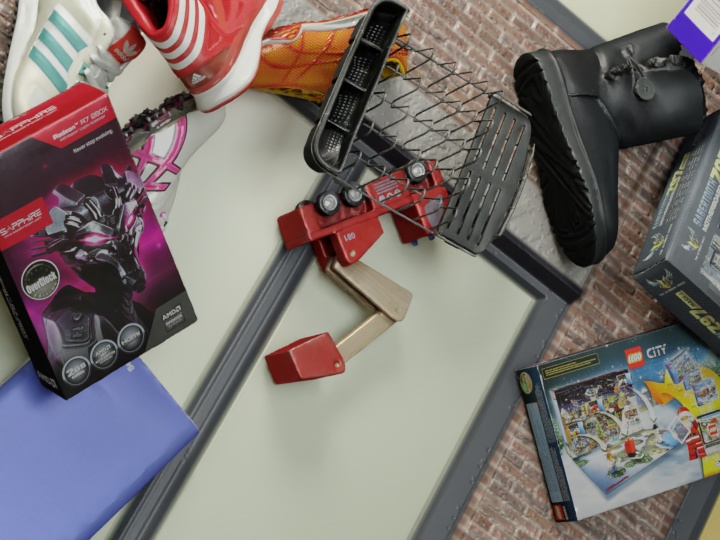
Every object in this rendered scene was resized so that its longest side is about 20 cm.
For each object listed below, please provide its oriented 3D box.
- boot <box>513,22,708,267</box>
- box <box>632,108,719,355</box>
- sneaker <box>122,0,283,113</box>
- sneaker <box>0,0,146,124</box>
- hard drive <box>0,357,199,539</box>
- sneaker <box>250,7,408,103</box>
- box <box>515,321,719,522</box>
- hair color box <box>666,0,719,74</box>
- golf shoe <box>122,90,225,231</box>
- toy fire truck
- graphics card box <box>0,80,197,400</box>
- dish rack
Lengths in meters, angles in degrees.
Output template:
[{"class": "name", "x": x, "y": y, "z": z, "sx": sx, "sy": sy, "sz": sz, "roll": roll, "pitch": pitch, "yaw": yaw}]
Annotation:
[{"class": "boot", "x": 0.237, "y": -0.115, "z": 1.847, "sx": 0.167, "sy": 0.076, "sz": 0.202, "roll": -12, "pitch": 81, "yaw": -25}, {"class": "box", "x": 0.338, "y": -0.025, "z": 1.876, "sx": 0.157, "sy": 0.051, "sz": 0.201, "roll": 39, "pitch": 51, "yaw": -17}, {"class": "sneaker", "x": -0.124, "y": -0.221, "z": 1.627, "sx": 0.116, "sy": 0.078, "sz": 0.201, "roll": 50, "pitch": 21, "yaw": -30}, {"class": "sneaker", "x": -0.214, "y": -0.156, "z": 1.589, "sx": 0.093, "sy": 0.070, "sz": 0.201, "roll": -4, "pitch": 62, "yaw": 14}, {"class": "hard drive", "x": -0.233, "y": 0.139, "z": 1.589, "sx": 0.200, "sy": 0.025, "sz": 0.132, "roll": -44, "pitch": 102, "yaw": -26}, {"class": "sneaker", "x": -0.043, "y": -0.167, "z": 1.718, "sx": 0.199, "sy": 0.073, "sz": 0.078, "roll": -14, "pitch": 97, "yaw": -26}, {"class": "box", "x": 0.242, "y": 0.127, "z": 1.830, "sx": 0.199, "sy": 0.038, "sz": 0.138, "roll": -14, "pitch": 87, "yaw": -28}, {"class": "hair color box", "x": 0.379, "y": -0.215, "z": 1.884, "sx": 0.199, "sy": 0.065, "sz": 0.110, "roll": 19, "pitch": 117, "yaw": -43}, {"class": "golf shoe", "x": -0.177, "y": -0.063, "z": 1.632, "sx": 0.200, "sy": 0.073, "sz": 0.092, "roll": -41, "pitch": 106, "yaw": -17}, {"class": "toy fire truck", "x": 0.000, "y": 0.000, "z": 1.721, "sx": 0.199, "sy": 0.049, "sz": 0.142, "roll": -21, "pitch": 92, "yaw": -29}, {"class": "graphics card box", "x": -0.212, "y": -0.021, "z": 1.544, "sx": 0.125, "sy": 0.051, "sz": 0.201, "roll": -31, "pitch": 118, "yaw": -24}, {"class": "dish rack", "x": 0.056, "y": -0.109, "z": 1.707, "sx": 0.199, "sy": 0.054, "sz": 0.154, "roll": 29, "pitch": 74, "yaw": -21}]
